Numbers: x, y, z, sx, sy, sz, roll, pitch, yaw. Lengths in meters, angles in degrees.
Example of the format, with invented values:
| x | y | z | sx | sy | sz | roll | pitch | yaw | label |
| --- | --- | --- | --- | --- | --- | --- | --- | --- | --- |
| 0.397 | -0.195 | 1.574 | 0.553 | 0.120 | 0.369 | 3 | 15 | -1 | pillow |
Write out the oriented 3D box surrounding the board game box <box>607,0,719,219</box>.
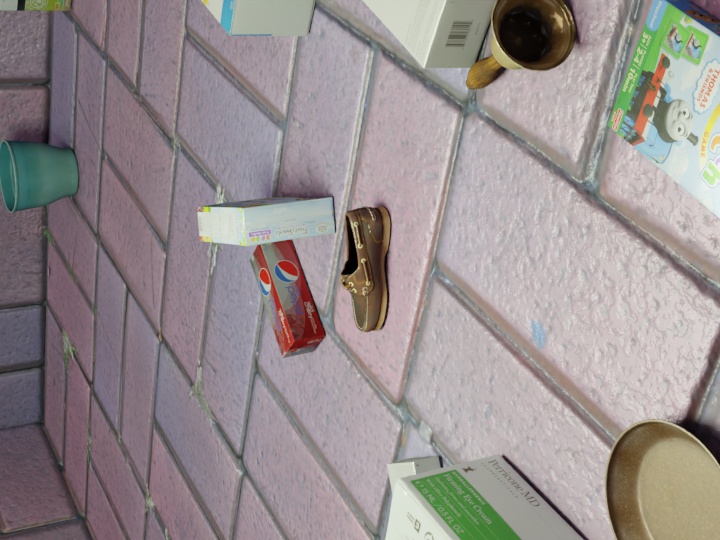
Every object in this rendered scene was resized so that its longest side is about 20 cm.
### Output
| x | y | z | sx | sy | sz | roll | pitch | yaw | label |
| --- | --- | --- | --- | --- | --- | --- | --- | --- | --- |
| 0.338 | -0.160 | 1.099 | 0.200 | 0.036 | 0.152 | 51 | 138 | 42 | board game box |

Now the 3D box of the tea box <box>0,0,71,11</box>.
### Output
| x | y | z | sx | sy | sz | roll | pitch | yaw | label |
| --- | --- | --- | --- | --- | --- | --- | --- | --- | --- |
| -0.859 | -0.801 | 2.931 | 0.134 | 0.195 | 0.201 | 61 | 145 | 34 | tea box |

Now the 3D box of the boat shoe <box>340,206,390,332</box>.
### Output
| x | y | z | sx | sy | sz | roll | pitch | yaw | label |
| --- | --- | --- | --- | --- | --- | --- | --- | --- | --- |
| 0.000 | 0.000 | 1.711 | 0.070 | 0.070 | 0.202 | 26 | 120 | 55 | boat shoe |

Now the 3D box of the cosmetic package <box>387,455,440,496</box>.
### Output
| x | y | z | sx | sy | sz | roll | pitch | yaw | label |
| --- | --- | --- | --- | --- | --- | --- | --- | --- | --- |
| 0.097 | 0.378 | 1.644 | 0.082 | 0.050 | 0.202 | -22 | 78 | 62 | cosmetic package |

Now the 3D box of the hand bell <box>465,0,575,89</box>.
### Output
| x | y | z | sx | sy | sz | roll | pitch | yaw | label |
| --- | --- | --- | --- | --- | --- | --- | --- | --- | --- |
| 0.169 | -0.257 | 1.353 | 0.200 | 0.103 | 0.105 | 146 | 113 | -71 | hand bell |

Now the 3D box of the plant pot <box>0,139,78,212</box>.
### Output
| x | y | z | sx | sy | sz | roll | pitch | yaw | label |
| --- | --- | --- | --- | --- | --- | --- | --- | --- | --- |
| -0.898 | -0.271 | 3.137 | 0.200 | 0.186 | 0.203 | 22 | 116 | 58 | plant pot |

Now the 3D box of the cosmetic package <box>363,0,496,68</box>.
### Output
| x | y | z | sx | sy | sz | roll | pitch | yaw | label |
| --- | --- | --- | --- | --- | --- | --- | --- | --- | --- |
| 0.082 | -0.361 | 1.462 | 0.201 | 0.084 | 0.108 | 58 | 142 | 39 | cosmetic package |

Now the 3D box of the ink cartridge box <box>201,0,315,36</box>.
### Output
| x | y | z | sx | sy | sz | roll | pitch | yaw | label |
| --- | --- | --- | --- | --- | --- | --- | --- | --- | --- |
| -0.176 | -0.493 | 1.829 | 0.200 | 0.146 | 0.146 | 52 | 139 | 42 | ink cartridge box |

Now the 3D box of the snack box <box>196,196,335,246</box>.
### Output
| x | y | z | sx | sy | sz | roll | pitch | yaw | label |
| --- | --- | --- | --- | --- | --- | --- | --- | --- | --- |
| -0.161 | -0.085 | 1.878 | 0.199 | 0.167 | 0.069 | 5 | 102 | 61 | snack box |

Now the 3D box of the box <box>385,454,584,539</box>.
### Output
| x | y | z | sx | sy | sz | roll | pitch | yaw | label |
| --- | --- | --- | --- | --- | --- | --- | --- | --- | --- |
| 0.149 | 0.383 | 1.428 | 0.199 | 0.170 | 0.202 | 42 | 131 | 49 | box |

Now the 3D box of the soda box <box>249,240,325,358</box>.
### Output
| x | y | z | sx | sy | sz | roll | pitch | yaw | label |
| --- | --- | --- | --- | --- | --- | --- | --- | --- | --- |
| -0.130 | 0.046 | 1.959 | 0.070 | 0.063 | 0.202 | -53 | 52 | 52 | soda box |

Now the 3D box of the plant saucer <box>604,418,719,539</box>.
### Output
| x | y | z | sx | sy | sz | roll | pitch | yaw | label |
| --- | --- | --- | --- | --- | --- | --- | --- | --- | --- |
| 0.341 | 0.256 | 1.193 | 0.200 | 0.036 | 0.203 | 20 | 113 | 58 | plant saucer |
